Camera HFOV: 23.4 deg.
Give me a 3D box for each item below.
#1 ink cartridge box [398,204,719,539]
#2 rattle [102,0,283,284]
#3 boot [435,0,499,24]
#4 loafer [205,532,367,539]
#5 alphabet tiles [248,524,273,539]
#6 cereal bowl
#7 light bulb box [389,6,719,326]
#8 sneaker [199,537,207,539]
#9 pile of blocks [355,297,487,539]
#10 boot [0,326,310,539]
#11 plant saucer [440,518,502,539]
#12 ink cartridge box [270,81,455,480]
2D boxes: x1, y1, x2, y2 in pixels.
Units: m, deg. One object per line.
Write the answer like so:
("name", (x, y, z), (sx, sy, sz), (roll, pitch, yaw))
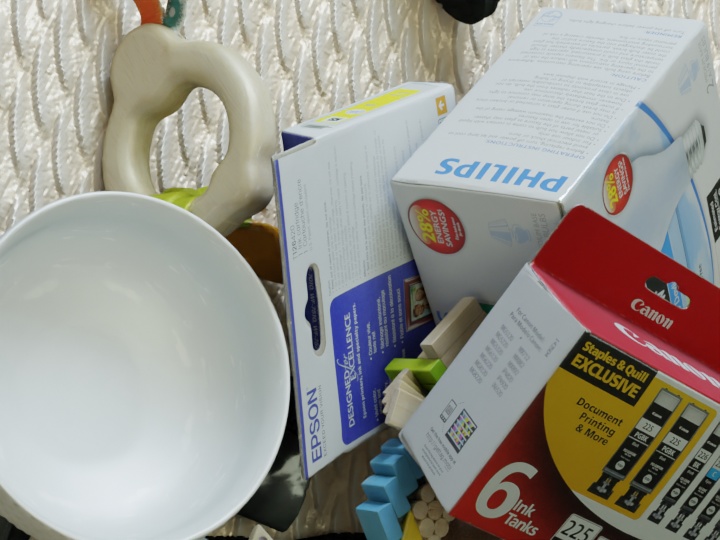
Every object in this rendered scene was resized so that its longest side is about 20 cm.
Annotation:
("ink cartridge box", (0.156, 0.085, 1.015), (0.199, 0.084, 0.176), (27, 105, -32))
("rattle", (-0.088, -0.103, 1.091), (0.142, 0.130, 0.201), (3, 56, -40))
("boot", (0.095, -0.292, 1.208), (0.167, 0.076, 0.201), (-28, 92, -25))
("loafer", (-0.029, 0.209, 1.095), (0.198, 0.073, 0.072), (7, 102, -21))
("alphabet tiles", (0.000, 0.236, 0.974), (0.006, 0.167, 0.200), (-39, 99, 15))
("cereal bowl", (-0.142, 0.063, 0.964), (0.199, 0.083, 0.202), (10, 69, -28))
("light bulb box", (0.141, -0.031, 1.123), (0.200, 0.124, 0.199), (-49, 135, -36))
("sneaker", (-0.060, 0.224, 0.978), (0.199, 0.131, 0.080), (31, 97, -20))
("pile of blocks", (0.026, 0.113, 1.057), (0.082, 0.062, 0.201), (31, 70, -31))
("boot", (-0.128, 0.121, 1.049), (0.199, 0.065, 0.166), (22, 76, -30))
("plant saucer", (0.101, 0.221, 1.127), (0.200, 0.034, 0.202), (-23, 120, -49))
("ink cartridge box", (0.000, 0.000, 1.078), (0.199, 0.047, 0.199), (-24, 115, -49))
